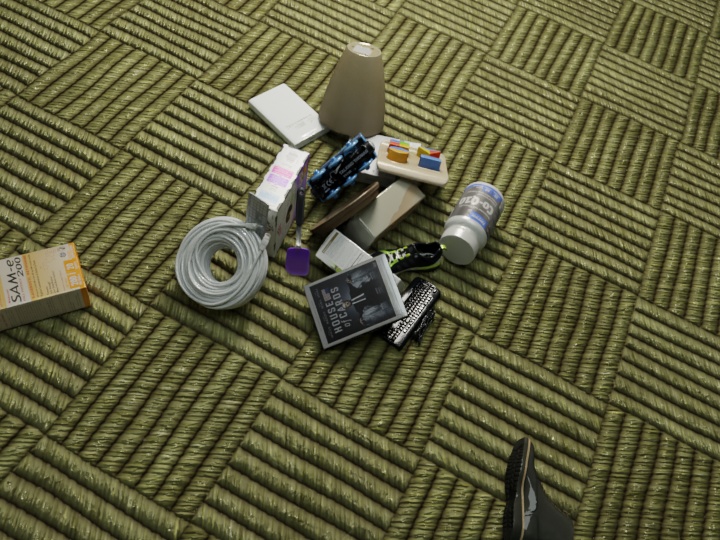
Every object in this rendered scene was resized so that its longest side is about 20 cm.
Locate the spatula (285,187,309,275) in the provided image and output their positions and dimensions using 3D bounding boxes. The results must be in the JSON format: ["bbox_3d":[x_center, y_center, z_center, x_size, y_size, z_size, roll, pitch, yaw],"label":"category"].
[{"bbox_3d":[-0.143,-0.091,1.612,0.055,0.021,0.204,3,87,-11],"label":"spatula"}]

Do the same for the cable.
[{"bbox_3d":[-0.299,-0.016,1.514,0.197,0.069,0.204,15,85,10],"label":"cable"}]

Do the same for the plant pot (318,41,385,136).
[{"bbox_3d":[-0.008,-0.492,1.858,0.184,0.202,0.189,8,38,-6],"label":"plant pot"}]

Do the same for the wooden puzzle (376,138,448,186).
[{"bbox_3d":[0.135,-0.286,1.770,0.182,0.047,0.201,14,28,-2],"label":"wooden puzzle"}]

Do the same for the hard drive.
[{"bbox_3d":[-0.195,-0.423,1.905,0.131,0.026,0.200,-34,67,-30],"label":"hard drive"}]

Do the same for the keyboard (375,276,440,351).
[{"bbox_3d":[0.124,0.093,1.590,0.103,0.040,0.201,31,56,12],"label":"keyboard"}]

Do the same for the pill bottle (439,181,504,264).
[{"bbox_3d":[0.274,-0.116,1.724,0.112,0.115,0.201,27,54,9],"label":"pill bottle"}]

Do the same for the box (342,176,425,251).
[{"bbox_3d":[0.057,-0.139,1.703,0.078,0.095,0.199,47,59,4],"label":"box"}]

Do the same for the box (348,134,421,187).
[{"bbox_3d":[0.058,-0.292,1.854,0.196,0.041,0.158,12,52,-5],"label":"box"}]

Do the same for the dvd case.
[{"bbox_3d":[-0.012,0.068,1.521,0.197,0.025,0.152,-22,73,3],"label":"dvd case"}]

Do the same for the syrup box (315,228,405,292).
[{"bbox_3d":[0.000,0.000,1.591,0.199,0.079,0.082,37,88,16],"label":"syrup box"}]

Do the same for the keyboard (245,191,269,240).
[{"bbox_3d":[-0.234,-0.088,1.546,0.056,0.202,0.011,38,51,17],"label":"keyboard"}]

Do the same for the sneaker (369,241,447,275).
[{"bbox_3d":[0.107,-0.040,1.654,0.196,0.083,0.073,-8,56,-14],"label":"sneaker"}]

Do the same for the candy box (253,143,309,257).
[{"bbox_3d":[-0.191,-0.162,1.629,0.070,0.169,0.202,20,53,4],"label":"candy box"}]

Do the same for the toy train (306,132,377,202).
[{"bbox_3d":[-0.044,-0.253,1.731,0.087,0.199,0.114,48,11,-13],"label":"toy train"}]

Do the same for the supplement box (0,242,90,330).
[{"bbox_3d":[-0.678,0.033,1.447,0.197,0.074,0.127,-17,59,-22],"label":"supplement box"}]

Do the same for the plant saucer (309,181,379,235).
[{"bbox_3d":[-0.033,-0.142,1.647,0.199,0.199,0.030,-40,98,-31],"label":"plant saucer"}]

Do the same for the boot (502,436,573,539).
[{"bbox_3d":[0.358,0.445,1.371,0.136,0.078,0.203,16,66,-5],"label":"boot"}]
